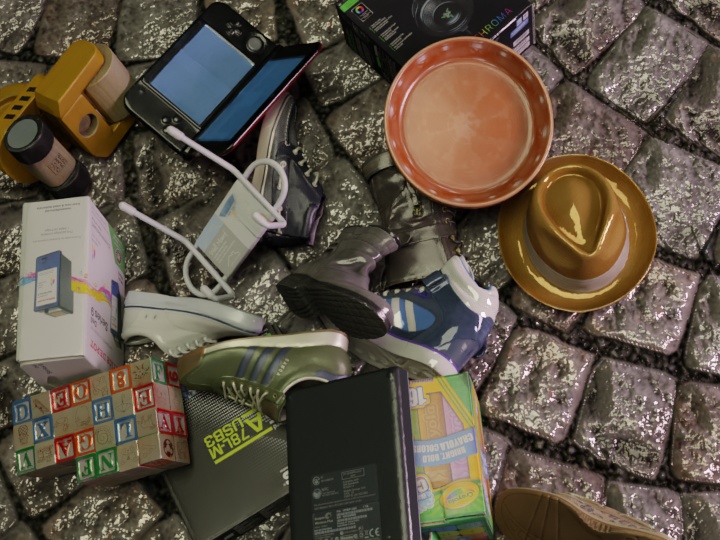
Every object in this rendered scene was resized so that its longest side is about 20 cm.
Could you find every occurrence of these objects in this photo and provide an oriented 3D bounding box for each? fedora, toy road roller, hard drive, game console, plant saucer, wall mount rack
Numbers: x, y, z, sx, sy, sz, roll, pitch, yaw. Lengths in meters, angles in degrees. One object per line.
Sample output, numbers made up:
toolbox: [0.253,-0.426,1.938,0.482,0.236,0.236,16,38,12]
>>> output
fedora: [0.248,-0.056,1.388,0.198,0.082,0.203,-4,68,9]
toy road roller: [-0.395,-0.204,1.549,0.145,0.123,0.201,29,75,31]
hard drive: [-0.010,0.209,1.227,0.138,0.033,0.202,-15,66,25]
game console: [-0.175,-0.245,1.508,0.172,0.119,0.200,39,71,2]
plant saucer: [0.125,-0.171,1.407,0.197,0.032,0.203,0,81,-2]
wall mount rack: [-0.184,-0.067,1.426,0.174,0.074,0.201,45,111,18]

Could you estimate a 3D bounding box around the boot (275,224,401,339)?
boot: [0.000,0.000,1.342,0.131,0.070,0.199,-41,32,-22]

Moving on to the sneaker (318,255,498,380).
sneaker: [0.064,0.040,1.380,0.199,0.081,0.147,21,65,36]

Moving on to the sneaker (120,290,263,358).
sneaker: [-0.199,0.070,1.421,0.198,0.073,0.072,5,82,34]

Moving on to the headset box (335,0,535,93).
headset box: [0.090,-0.315,1.519,0.174,0.093,0.200,-40,66,-8]

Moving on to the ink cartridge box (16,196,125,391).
ink cartridge box: [-0.338,0.036,1.423,0.086,0.146,0.202,-5,66,6]

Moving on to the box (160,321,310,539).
box: [-0.137,0.189,1.378,0.199,0.048,0.194,-30,62,-2]

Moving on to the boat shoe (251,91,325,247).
boat shoe: [-0.081,-0.121,1.488,0.092,0.075,0.203,9,78,9]

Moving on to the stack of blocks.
stack of blocks: [-0.297,0.184,1.370,0.198,0.058,0.117,-18,70,21]

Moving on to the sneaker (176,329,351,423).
sneaker: [-0.105,0.125,1.335,0.197,0.067,0.091,-9,58,1]

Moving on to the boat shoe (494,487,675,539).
boat shoe: [0.239,0.280,1.272,0.198,0.063,0.074,18,98,19]

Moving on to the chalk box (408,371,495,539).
chalk box: [0.075,0.227,1.282,0.122,0.125,0.202,-9,68,7]

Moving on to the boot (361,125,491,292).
boot: [0.100,-0.070,1.440,0.198,0.069,0.176,-18,71,7]
